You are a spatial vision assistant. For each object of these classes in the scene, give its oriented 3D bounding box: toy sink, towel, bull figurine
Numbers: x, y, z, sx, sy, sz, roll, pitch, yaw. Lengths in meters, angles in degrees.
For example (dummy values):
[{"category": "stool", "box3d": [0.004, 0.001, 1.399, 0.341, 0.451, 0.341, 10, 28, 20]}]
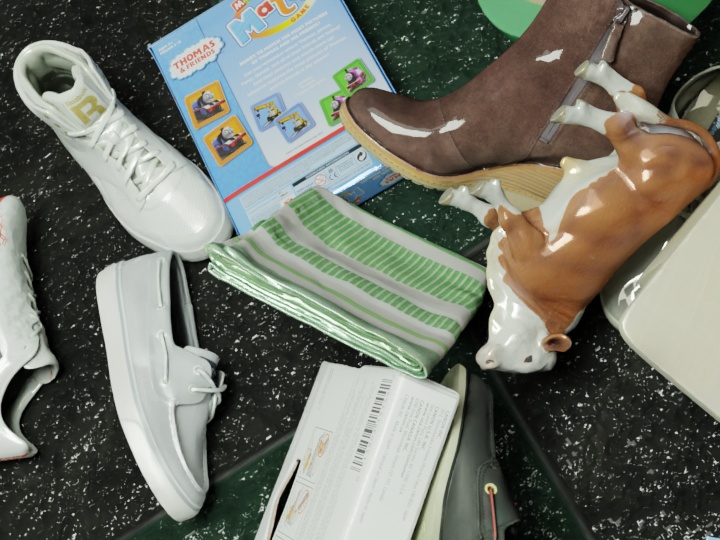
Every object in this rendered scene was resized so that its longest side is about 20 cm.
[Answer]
[{"category": "toy sink", "box3d": [0.250, 0.006, 0.851, 0.130, 0.112, 0.200, 39, 82, 5]}, {"category": "towel", "box3d": [0.000, 0.000, 0.904, 0.152, 0.200, 0.023, 27, 109, 9]}, {"category": "bull figurine", "box3d": [0.127, -0.030, 0.883, 0.200, 0.065, 0.121, -44, 105, 5]}]

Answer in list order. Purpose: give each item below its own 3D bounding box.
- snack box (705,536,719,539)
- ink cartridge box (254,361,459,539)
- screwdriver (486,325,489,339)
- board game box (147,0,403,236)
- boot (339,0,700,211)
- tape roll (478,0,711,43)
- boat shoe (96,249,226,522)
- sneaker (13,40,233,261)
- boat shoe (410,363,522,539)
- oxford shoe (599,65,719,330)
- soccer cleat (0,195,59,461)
[{"category": "snack box", "box3d": [0.287, 0.229, 0.810, 0.199, 0.037, 0.117, 7, 72, 21]}, {"category": "ink cartridge box", "box3d": [-0.017, 0.158, 0.889, 0.045, 0.176, 0.201, 22, 83, -14]}, {"category": "screwdriver", "box3d": [0.160, -0.009, 0.921, 0.200, 0.028, 0.029, -39, 30, 24]}, {"category": "board game box", "box3d": [-0.055, -0.126, 1.067, 0.151, 0.037, 0.201, -30, 64, 6]}, {"category": "boot", "box3d": [0.100, -0.125, 0.933, 0.199, 0.072, 0.167, 22, 120, 0]}, {"category": "tape roll", "box3d": [0.170, -0.234, 0.983, 0.200, 0.048, 0.201, -24, 51, 33]}, {"category": "boat shoe", "box3d": [-0.130, 0.075, 1.002, 0.068, 0.072, 0.201, -23, 55, 9]}, {"category": "sneaker", "box3d": [-0.183, -0.090, 1.053, 0.200, 0.116, 0.074, 41, 84, 26]}, {"category": "boat shoe", "box3d": [0.059, 0.147, 0.836, 0.063, 0.074, 0.202, 17, 50, -11]}, {"category": "oxford shoe", "box3d": [0.210, -0.052, 0.936, 0.075, 0.058, 0.201, 24, 81, 21]}, {"category": "soccer cleat", "box3d": [-0.259, 0.044, 1.057, 0.085, 0.069, 0.201, 5, 74, 11]}]
